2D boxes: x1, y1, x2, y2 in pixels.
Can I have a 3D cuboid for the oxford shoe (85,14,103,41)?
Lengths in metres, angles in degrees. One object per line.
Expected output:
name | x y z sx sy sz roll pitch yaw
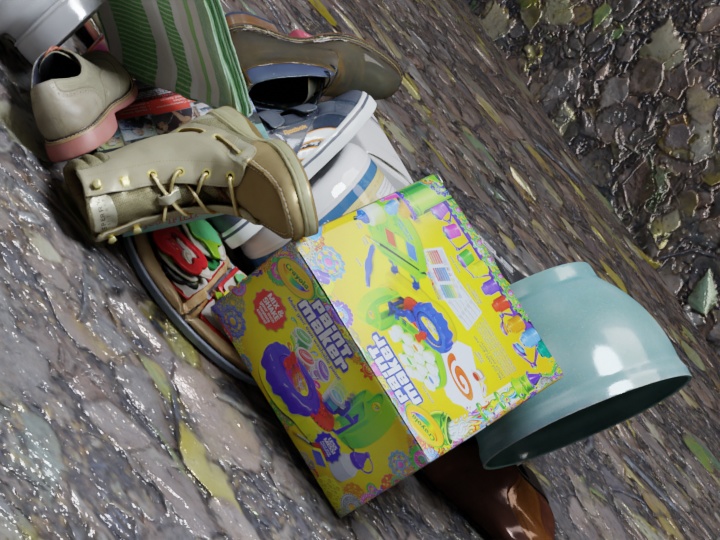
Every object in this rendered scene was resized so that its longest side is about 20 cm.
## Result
oxford shoe | -0.230 -0.253 1.816 0.200 0.075 0.071 43 15 -26

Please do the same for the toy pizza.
toy pizza | -0.121 0.013 1.580 0.200 0.032 0.200 45 15 -16

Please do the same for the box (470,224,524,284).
box | 0.163 0.059 1.966 0.200 0.044 0.160 45 20 -15

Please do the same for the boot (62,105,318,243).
boot | -0.132 -0.058 1.448 0.200 0.155 0.073 42 -36 52

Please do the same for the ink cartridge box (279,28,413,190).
ink cartridge box | -0.055 -0.117 1.875 0.083 0.146 0.200 34 21 -46

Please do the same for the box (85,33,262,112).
box | -0.161 -0.152 1.752 0.200 0.095 0.100 47 14 -11

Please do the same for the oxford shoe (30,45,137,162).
oxford shoe | -0.231 -0.157 1.566 0.200 0.070 0.075 -98 167 -68

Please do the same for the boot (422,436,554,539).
boot | 0.138 0.258 1.721 0.188 0.068 0.200 43 21 -51

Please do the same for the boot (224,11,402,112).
boot | -0.042 -0.171 1.755 0.199 0.075 0.097 10 38 -26

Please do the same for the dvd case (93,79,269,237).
dvd case | -0.152 -0.107 1.596 0.200 0.146 0.022 -118 -161 -50

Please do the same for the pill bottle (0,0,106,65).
pill bottle | -0.310 -0.271 1.579 0.200 0.112 0.112 47 14 -8

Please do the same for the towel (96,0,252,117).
towel | -0.169 -0.208 1.577 0.200 0.023 0.153 28 -38 47

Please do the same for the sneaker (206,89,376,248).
sneaker | -0.069 -0.111 1.671 0.079 0.200 0.078 49 -30 -8

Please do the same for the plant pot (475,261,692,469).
plant pot | 0.174 0.075 1.682 0.135 0.200 0.200 67 18 14

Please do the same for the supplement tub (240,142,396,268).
supplement tub | 0.000 0.000 1.731 0.200 0.145 0.145 50 14 -14

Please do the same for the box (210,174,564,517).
box | 0.023 0.057 1.530 0.192 0.122 0.200 -25 81 -47
